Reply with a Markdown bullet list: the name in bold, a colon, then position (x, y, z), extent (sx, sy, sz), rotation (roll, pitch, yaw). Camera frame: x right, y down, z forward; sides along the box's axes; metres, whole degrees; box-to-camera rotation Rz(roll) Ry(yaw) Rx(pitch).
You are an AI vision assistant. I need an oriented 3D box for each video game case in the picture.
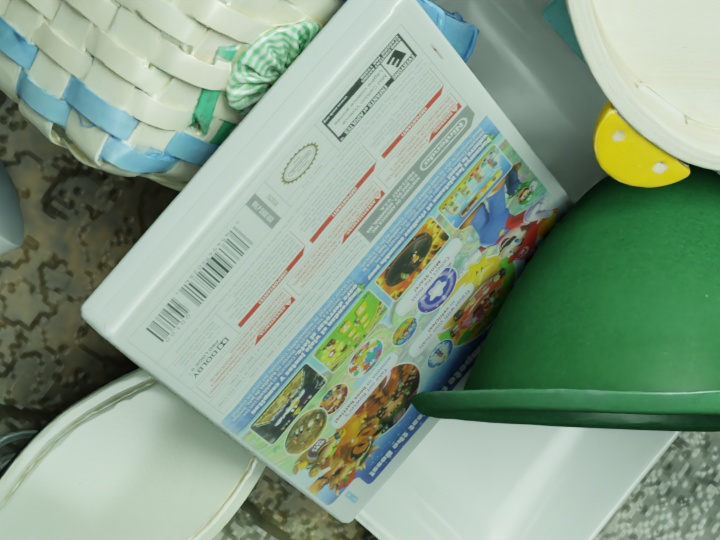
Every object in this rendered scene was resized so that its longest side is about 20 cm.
- **video game case**: position (0.000, 0.000, 0.946), extent (0.143, 0.018, 0.200), rotation (-49, 148, -2)

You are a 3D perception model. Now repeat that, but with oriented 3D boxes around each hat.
- **hat**: position (0.107, -0.034, 0.984), extent (0.165, 0.200, 0.177), rotation (0, 85, 21)

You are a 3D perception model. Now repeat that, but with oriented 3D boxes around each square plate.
- **square plate**: position (0.045, 0.003, 1.048), extent (0.198, 0.028, 0.200), rotation (41, 88, -15)

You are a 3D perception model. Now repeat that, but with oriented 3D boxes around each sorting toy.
- **sorting toy**: position (0.137, -0.115, 0.978), extent (0.199, 0.180, 0.107), rotation (5, 122, -13)

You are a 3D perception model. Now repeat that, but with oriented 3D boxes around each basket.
- **basket**: position (-0.028, -0.122, 0.936), extent (0.176, 0.139, 0.201), rotation (16, 102, -56)

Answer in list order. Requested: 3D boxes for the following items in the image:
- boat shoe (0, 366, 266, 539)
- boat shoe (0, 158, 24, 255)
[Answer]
- **boat shoe**: position (-0.110, 0.098, 1.007), extent (0.075, 0.062, 0.200), rotation (43, 90, -13)
- **boat shoe**: position (-0.183, -0.046, 0.920), extent (0.065, 0.074, 0.200), rotation (-25, 143, 12)
